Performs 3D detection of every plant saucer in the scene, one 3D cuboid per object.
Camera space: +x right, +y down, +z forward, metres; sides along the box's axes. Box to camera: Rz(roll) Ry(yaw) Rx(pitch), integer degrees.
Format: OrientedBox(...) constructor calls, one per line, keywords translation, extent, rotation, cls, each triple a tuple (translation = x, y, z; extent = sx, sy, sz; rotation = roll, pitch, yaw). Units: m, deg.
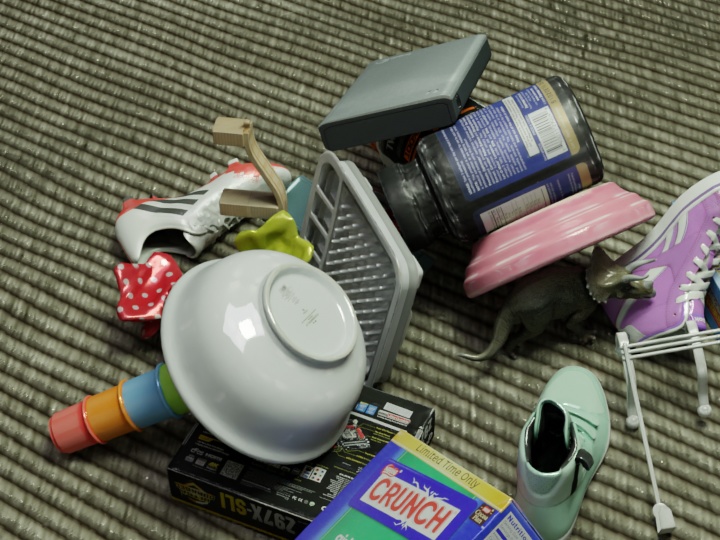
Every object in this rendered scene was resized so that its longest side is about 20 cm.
OrientedBox(translation=(-0.016, -0.039, 1.395), extent=(0.199, 0.019, 0.070), rotation=(33, 69, 30), cls="plant saucer")
OrientedBox(translation=(0.187, -0.034, 1.278), extent=(0.199, 0.200, 0.051), rotation=(-23, 87, -20), cls="plant saucer")

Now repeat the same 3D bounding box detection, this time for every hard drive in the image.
OrientedBox(translation=(0.050, -0.183, 1.329), extent=(0.138, 0.033, 0.200), rotation=(-11, 22, 21), cls="hard drive")

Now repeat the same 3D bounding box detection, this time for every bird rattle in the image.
OrientedBox(translation=(-0.136, 0.024, 1.264), extent=(0.198, 0.114, 0.163), rotation=(-10, 31, -13), cls="bird rattle")

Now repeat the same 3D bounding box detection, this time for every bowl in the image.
OrientedBox(translation=(-0.065, 0.057, 1.126), extent=(0.200, 0.090, 0.202), rotation=(24, 45, -27), cls="bowl")

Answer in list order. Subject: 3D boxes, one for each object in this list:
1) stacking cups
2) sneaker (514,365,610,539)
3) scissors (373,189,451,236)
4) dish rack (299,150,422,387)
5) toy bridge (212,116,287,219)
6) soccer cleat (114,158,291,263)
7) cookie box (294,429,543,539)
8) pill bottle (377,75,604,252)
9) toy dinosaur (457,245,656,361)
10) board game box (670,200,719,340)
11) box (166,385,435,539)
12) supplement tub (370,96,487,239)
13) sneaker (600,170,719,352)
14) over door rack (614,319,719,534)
OrientedBox(translation=(-0.191, 0.112, 1.191), extent=(0.199, 0.061, 0.061), rotation=(-19, 43, 12), cls="stacking cups")
OrientedBox(translation=(0.184, 0.136, 1.156), extent=(0.073, 0.119, 0.201), rotation=(10, 45, 13), cls="sneaker")
OrientedBox(translation=(0.070, -0.042, 1.413), extent=(0.199, 0.014, 0.073), rotation=(19, 46, 18), cls="scissors")
OrientedBox(translation=(0.000, 0.000, 1.268), extent=(0.043, 0.173, 0.201), rotation=(-5, 43, -25), cls="dish rack")
OrientedBox(translation=(-0.108, -0.068, 1.309), extent=(0.067, 0.201, 0.027), rotation=(6, 42, 6), cls="toy bridge")
OrientedBox(translation=(-0.164, -0.058, 1.399), extent=(0.198, 0.069, 0.086), rotation=(-17, 57, -8), cls="soccer cleat")
OrientedBox(translation=(0.022, 0.238, 1.004), extent=(0.200, 0.075, 0.171), rotation=(-43, 27, -14), cls="cookie box")
OrientedBox(translation=(0.122, -0.096, 1.249), extent=(0.199, 0.112, 0.112), rotation=(-24, 46, 4), cls="pill bottle")
OrientedBox(translation=(0.182, 0.029, 1.269), extent=(0.198, 0.103, 0.077), rotation=(-12, 48, -7), cls="toy dinosaur")
OrientedBox(translation=(0.439, -0.001, 1.329), extent=(0.194, 0.056, 0.201), rotation=(-9, 45, -7), cls="board game box")
OrientedBox(translation=(-0.052, 0.165, 1.182), extent=(0.198, 0.050, 0.160), rotation=(16, 45, 17), cls="box")
OrientedBox(translation=(0.103, -0.126, 1.410), extent=(0.122, 0.123, 0.200), rotation=(-29, 45, -25), cls="supplement tub")
OrientedBox(translation=(0.329, -0.001, 1.266), extent=(0.072, 0.201, 0.115), rotation=(18, 33, -42), cls="sneaker")
OrientedBox(translation=(0.319, 0.140, 1.179), extent=(0.146, 0.067, 0.201), rotation=(-11, 58, 6), cls="over door rack")
